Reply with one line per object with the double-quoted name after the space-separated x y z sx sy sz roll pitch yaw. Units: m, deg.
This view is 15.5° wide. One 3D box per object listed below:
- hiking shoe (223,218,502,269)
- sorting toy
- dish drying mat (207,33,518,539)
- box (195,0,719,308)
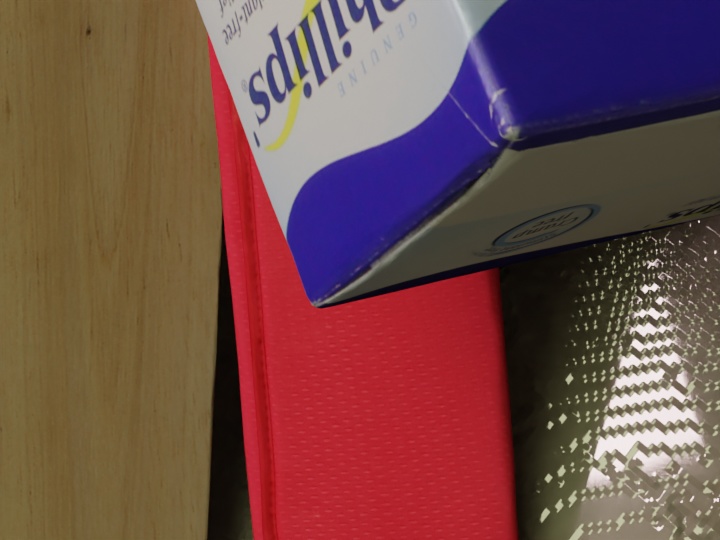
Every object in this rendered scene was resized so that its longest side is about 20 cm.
-0.023 -0.062 0.774 0.200 0.076 0.101 38 91 31 "hiking shoe"
-0.145 0.014 0.753 0.070 0.198 0.201 -145 57 -71 "sorting toy"
0.000 0.000 0.723 0.077 0.018 0.201 -3 97 12 "dish drying mat"
0.049 -0.114 0.653 0.105 0.184 0.200 -38 69 55 "box"
